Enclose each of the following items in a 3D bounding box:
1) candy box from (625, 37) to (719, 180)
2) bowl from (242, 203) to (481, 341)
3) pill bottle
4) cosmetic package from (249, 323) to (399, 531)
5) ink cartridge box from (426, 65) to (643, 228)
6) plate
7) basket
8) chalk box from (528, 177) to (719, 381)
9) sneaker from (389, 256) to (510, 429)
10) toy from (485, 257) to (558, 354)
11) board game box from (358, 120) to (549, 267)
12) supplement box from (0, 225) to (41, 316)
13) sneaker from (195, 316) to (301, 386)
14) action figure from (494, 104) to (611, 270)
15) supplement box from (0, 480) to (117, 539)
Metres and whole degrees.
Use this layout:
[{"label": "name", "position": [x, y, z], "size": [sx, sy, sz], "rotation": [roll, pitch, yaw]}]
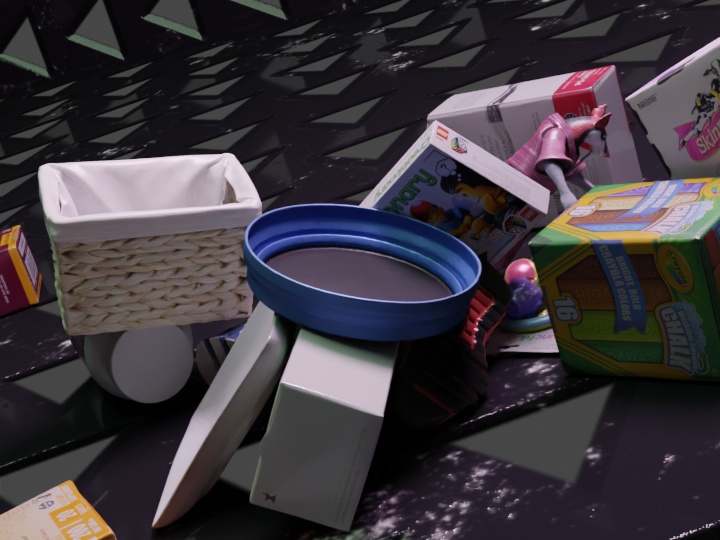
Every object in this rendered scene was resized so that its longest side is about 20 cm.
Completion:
[{"label": "candy box", "position": [0.336, -0.098, 1.097], "size": [0.071, 0.202, 0.167], "rotation": [-31, 1, -37]}, {"label": "bowl", "position": [0.000, 0.000, 1.111], "size": [0.197, 0.040, 0.201], "rotation": [8, 23, -3]}, {"label": "pill bottle", "position": [-0.233, 0.067, 1.376], "size": [0.111, 0.114, 0.200], "rotation": [-23, 19, -15]}, {"label": "cosmetic package", "position": [-0.023, 0.100, 1.067], "size": [0.084, 0.109, 0.201], "rotation": [16, 25, -1]}, {"label": "ink cartridge box", "position": [0.188, -0.127, 1.460], "size": [0.198, 0.147, 0.083], "rotation": [-5, 23, 33]}, {"label": "plate", "position": [-0.103, 0.101, 1.142], "size": [0.201, 0.032, 0.200], "rotation": [-57, 9, 19]}, {"label": "basket", "position": [-0.201, -0.026, 1.283], "size": [0.197, 0.125, 0.136], "rotation": [-5, 27, -16]}, {"label": "chalk box", "position": [0.257, 0.005, 1.073], "size": [0.198, 0.126, 0.124], "rotation": [-1, 25, 43]}, {"label": "sneaker", "position": [0.069, 0.076, 1.169], "size": [0.087, 0.074, 0.201], "rotation": [-44, 9, 42]}, {"label": "toy", "position": [0.169, 0.010, 1.256], "size": [0.114, 0.048, 0.200], "rotation": [-6, 22, 37]}, {"label": "board game box", "position": [0.063, -0.036, 1.227], "size": [0.200, 0.125, 0.035], "rotation": [-47, 21, 43]}, {"label": "supplement box", "position": [-0.536, 0.024, 1.808], "size": [0.197, 0.087, 0.110], "rotation": [-20, 19, -5]}, {"label": "sneaker", "position": [-0.054, 0.059, 1.280], "size": [0.197, 0.082, 0.115], "rotation": [-5, 25, 38]}, {"label": "action figure", "position": [0.164, -0.094, 1.320], "size": [0.200, 0.149, 0.134], "rotation": [-46, -13, 6]}, {"label": "supplement box", "position": [-0.274, 0.245, 0.985], "size": [0.198, 0.074, 0.126], "rotation": [-26, 20, -21]}]
